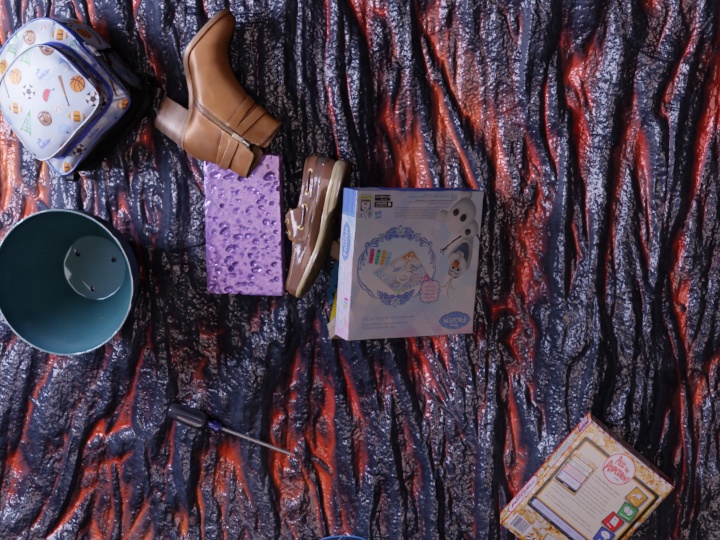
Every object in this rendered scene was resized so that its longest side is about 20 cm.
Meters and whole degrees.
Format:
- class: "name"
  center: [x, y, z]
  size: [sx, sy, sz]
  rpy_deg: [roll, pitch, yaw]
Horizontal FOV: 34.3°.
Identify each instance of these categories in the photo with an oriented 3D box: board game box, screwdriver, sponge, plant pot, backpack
- class: "board game box"
  center: [0.067, -0.011, 1.575]
  size: [0.199, 0.043, 0.200]
  rpy_deg: [-1, 100, -28]
- class: "screwdriver"
  center: [-0.189, 0.239, 1.709]
  size: [0.199, 0.028, 0.029]
  rpy_deg: [23, 132, 2]
- class: "sponge"
  center: [-0.163, -0.066, 1.653]
  size: [0.111, 0.030, 0.201]
  rpy_deg: [1, 100, 6]
- class: "plant pot"
  center: [-0.394, 0.007, 1.639]
  size: [0.199, 0.135, 0.201]
  rpy_deg: [1, 99, 7]
- class: "board game box"
  center: [0.318, 0.325, 1.649]
  size: [0.151, 0.046, 0.200]
  rpy_deg: [39, 102, 0]
- class: "backpack"
  center: [-0.409, -0.247, 1.599]
  size: [0.200, 0.154, 0.191]
  rpy_deg: [-42, 82, 14]

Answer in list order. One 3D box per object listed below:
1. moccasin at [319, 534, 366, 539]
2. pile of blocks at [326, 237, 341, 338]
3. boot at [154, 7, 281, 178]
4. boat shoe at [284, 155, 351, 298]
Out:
- class: "moccasin"
  center: [-0.077, 0.444, 1.706]
  size: [0.199, 0.068, 0.081]
  rpy_deg: [-17, 97, 9]
- class: "pile of blocks"
  center: [0.000, 0.000, 1.636]
  size: [0.062, 0.082, 0.201]
  rpy_deg: [2, 113, -32]
- class: "boot"
  center: [-0.176, -0.238, 1.590]
  size: [0.155, 0.077, 0.201]
  rpy_deg: [30, 96, 8]
- class: "boat shoe"
  center: [-0.071, -0.063, 1.624]
  size: [0.067, 0.072, 0.201]
  rpy_deg: [18, 95, 9]
